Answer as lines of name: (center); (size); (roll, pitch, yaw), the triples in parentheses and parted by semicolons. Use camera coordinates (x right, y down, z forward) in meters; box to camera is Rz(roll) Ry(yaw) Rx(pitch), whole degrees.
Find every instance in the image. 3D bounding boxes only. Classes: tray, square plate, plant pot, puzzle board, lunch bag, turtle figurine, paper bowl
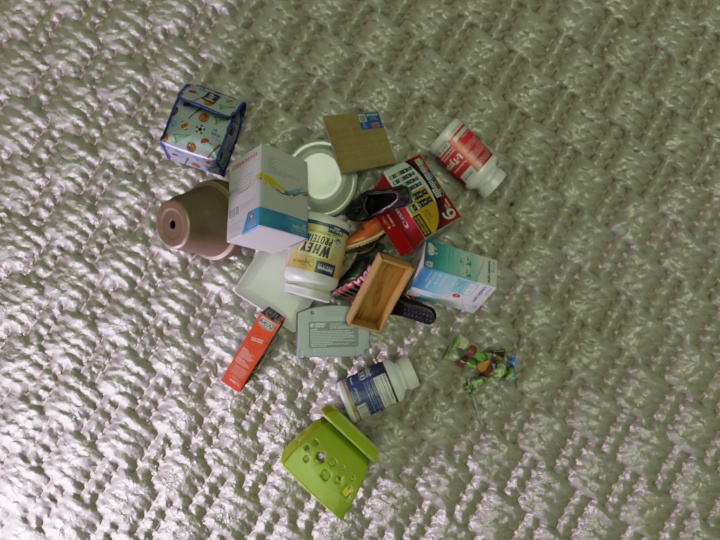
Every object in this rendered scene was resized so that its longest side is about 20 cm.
tray: (0.047, 0.058, 1.436); (0.096, 0.037, 0.203); (15, 117, -26)
square plate: (-0.203, 0.024, 1.512); (0.196, 0.028, 0.203); (33, 87, -1)
plant pot: (-0.070, 0.458, 1.419); (0.198, 0.200, 0.182); (41, 79, 0)
puzzle board: (-0.002, -0.336, 1.491); (0.197, 0.017, 0.155); (-18, 87, -40)
lunch bag: (-0.404, -0.377, 1.479); (0.166, 0.124, 0.205); (19, 73, -2)
turtle figurine: (0.302, 0.269, 1.465); (0.191, 0.144, 0.203); (30, 83, 3)
paper bowl: (-0.105, -0.239, 1.491); (0.194, 0.104, 0.207); (0, 89, -2)
plant pot: (-0.400, -0.122, 1.401); (0.195, 0.174, 0.207); (4, 99, 27)

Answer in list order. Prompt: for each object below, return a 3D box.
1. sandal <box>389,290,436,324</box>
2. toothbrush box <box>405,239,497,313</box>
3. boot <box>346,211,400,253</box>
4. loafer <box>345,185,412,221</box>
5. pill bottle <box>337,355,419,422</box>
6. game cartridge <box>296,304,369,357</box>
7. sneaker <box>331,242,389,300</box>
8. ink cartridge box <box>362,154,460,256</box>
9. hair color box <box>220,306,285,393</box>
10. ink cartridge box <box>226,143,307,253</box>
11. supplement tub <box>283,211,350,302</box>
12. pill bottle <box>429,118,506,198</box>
sandal: (0.109, 0.085, 1.505); (0.195, 0.076, 0.045); (20, 45, 10)
toothbrush box: (0.230, 0.018, 1.453); (0.195, 0.147, 0.087); (15, 58, -9)
boot: (0.023, -0.121, 1.510); (0.197, 0.075, 0.109); (-29, 86, -12)
loafer: (0.033, -0.169, 1.419); (0.196, 0.062, 0.074); (-13, 89, 35)
pill bottle: (0.048, 0.299, 1.468); (0.196, 0.111, 0.113); (-24, 89, -3)
game cartridge: (-0.072, 0.158, 1.494); (0.194, 0.040, 0.138); (1, 91, -13)
sneaker: (0.000, 0.000, 1.485); (0.198, 0.079, 0.097); (-34, 54, 17)
ink cartridge box: (0.129, -0.167, 1.463); (0.173, 0.084, 0.203); (-29, 80, -26)
hair color box: (-0.271, 0.199, 1.452); (0.060, 0.102, 0.203); (31, 97, 0)
ink cartridge box: (-0.223, -0.169, 1.377); (0.144, 0.145, 0.206); (14, 68, -43)
supplement tub: (-0.113, -0.032, 1.433); (0.140, 0.144, 0.206); (13, 84, -2)
pill bottle: (0.285, -0.291, 1.503); (0.200, 0.112, 0.113); (44, 87, 0)
